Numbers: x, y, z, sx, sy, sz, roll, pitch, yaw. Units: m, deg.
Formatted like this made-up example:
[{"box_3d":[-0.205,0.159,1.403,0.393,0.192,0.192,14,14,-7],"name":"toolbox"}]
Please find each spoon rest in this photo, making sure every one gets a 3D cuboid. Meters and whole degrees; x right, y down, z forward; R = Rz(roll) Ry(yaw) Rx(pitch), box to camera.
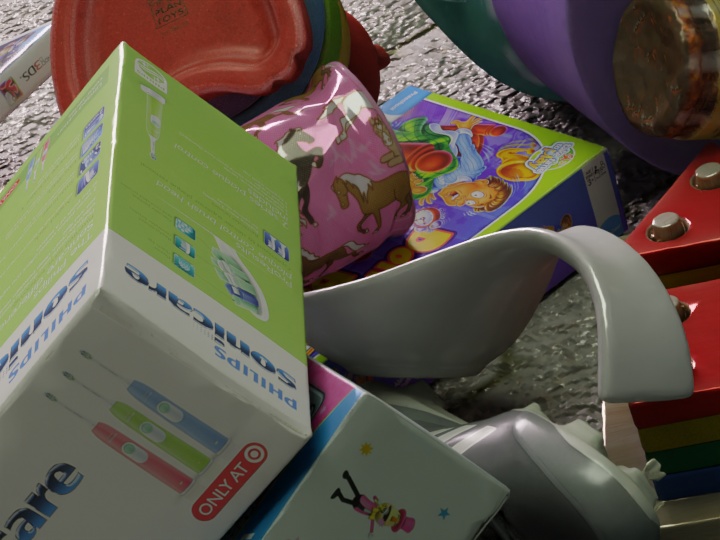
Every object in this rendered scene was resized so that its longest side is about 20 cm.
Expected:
[{"box_3d":[0.047,0.012,0.929,0.099,0.061,0.200,0,3,-34],"name":"spoon rest"}]

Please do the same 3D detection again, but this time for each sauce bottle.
[{"box_3d":[0.205,-0.089,1.050,0.199,0.066,0.066,-5,24,-25],"name":"sauce bottle"}]

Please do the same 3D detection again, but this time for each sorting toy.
[{"box_3d":[0.186,0.010,0.956,0.199,0.070,0.199,-11,32,13],"name":"sorting toy"}]

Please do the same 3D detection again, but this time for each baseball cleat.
[{"box_3d":[0.029,0.095,0.905,0.106,0.070,0.200,-43,19,-17],"name":"baseball cleat"}]

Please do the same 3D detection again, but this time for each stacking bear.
[{"box_3d":[-0.051,-0.102,1.173,0.121,0.114,0.200,-23,-15,17],"name":"stacking bear"}]

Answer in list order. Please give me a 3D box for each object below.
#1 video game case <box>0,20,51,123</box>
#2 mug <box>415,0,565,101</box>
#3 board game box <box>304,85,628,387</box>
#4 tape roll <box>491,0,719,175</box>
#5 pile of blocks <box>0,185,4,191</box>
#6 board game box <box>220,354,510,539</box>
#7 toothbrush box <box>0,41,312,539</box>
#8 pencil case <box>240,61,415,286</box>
[{"box_3d":[-0.257,-0.049,1.274,0.199,0.023,0.182,-16,25,45],"name":"video game case"},{"box_3d":[0.089,-0.148,1.182,0.185,0.152,0.114,-35,36,-2],"name":"mug"},{"box_3d":[0.000,0.000,1.094,0.200,0.045,0.134,-37,36,-27],"name":"board game box"},{"box_3d":[0.159,-0.147,1.088,0.199,0.201,0.085,-26,31,-12],"name":"tape roll"},{"box_3d":[-0.154,0.004,1.161,0.199,0.062,0.082,-8,39,33],"name":"pile of blocks"},{"box_3d":[-0.046,0.097,0.850,0.148,0.064,0.200,-55,21,-4],"name":"board game box"},{"box_3d":[-0.094,0.034,0.842,0.146,0.086,0.200,-49,18,18],"name":"toothbrush box"},{"box_3d":[-0.072,-0.012,1.032,0.199,0.083,0.087,-27,63,-13],"name":"pencil case"}]
